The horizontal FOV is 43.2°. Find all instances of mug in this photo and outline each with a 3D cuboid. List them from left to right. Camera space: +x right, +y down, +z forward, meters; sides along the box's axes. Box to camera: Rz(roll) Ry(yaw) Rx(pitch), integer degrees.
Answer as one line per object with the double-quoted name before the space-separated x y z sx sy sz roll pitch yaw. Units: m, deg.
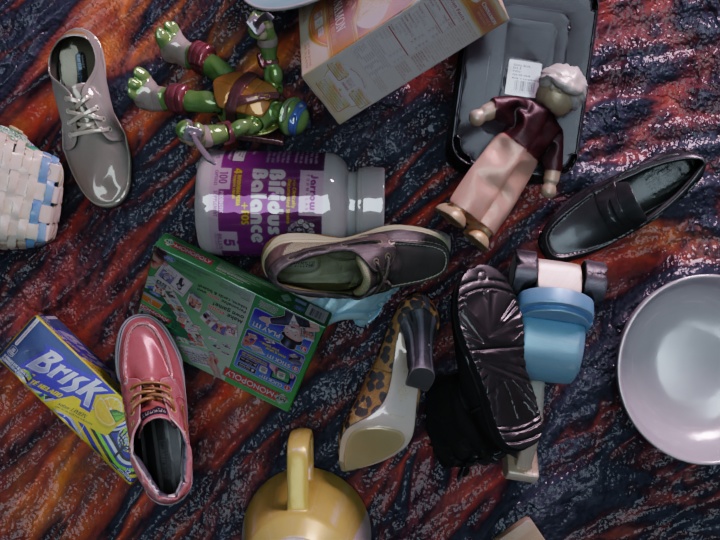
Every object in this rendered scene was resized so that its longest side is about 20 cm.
"mug" -0.072 0.285 0.961 0.148 0.153 0.188 -33 90 1

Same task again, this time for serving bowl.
"serving bowl" 0.371 0.106 0.998 0.196 0.066 0.204 0 90 1

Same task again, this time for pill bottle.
"pill bottle" -0.072 -0.071 0.977 0.196 0.112 0.115 1 91 1

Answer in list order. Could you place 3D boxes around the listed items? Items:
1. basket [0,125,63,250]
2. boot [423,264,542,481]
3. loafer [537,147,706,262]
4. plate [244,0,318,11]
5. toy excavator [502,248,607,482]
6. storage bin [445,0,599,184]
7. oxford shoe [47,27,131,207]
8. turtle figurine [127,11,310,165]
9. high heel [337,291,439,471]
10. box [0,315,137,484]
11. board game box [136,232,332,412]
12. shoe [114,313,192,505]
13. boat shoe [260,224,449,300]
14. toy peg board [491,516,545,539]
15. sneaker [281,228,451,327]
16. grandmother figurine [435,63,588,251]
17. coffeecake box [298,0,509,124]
"basket" -0.415 -0.090 0.953 0.196 0.176 0.142 6 92 -18
"boot" 0.115 0.112 0.956 0.072 0.162 0.202 -8 76 -21
"loafer" 0.285 -0.073 0.994 0.198 0.070 0.069 -31 90 1
"plate" -0.040 -0.338 0.964 0.198 0.201 0.026 -34 135 1
"toy excavator" 0.189 0.106 0.975 0.098 0.195 0.203 9 63 0
"storage bin" 0.171 -0.204 0.983 0.132 0.094 0.204 8 90 0
"oxford shoe" -0.302 -0.170 1.006 0.074 0.058 0.204 -11 92 -2
"turtle figurine" -0.153 -0.204 0.938 0.191 0.199 0.147 20 106 23
"high heel" 0.030 0.124 1.017 0.070 0.144 0.201 23 125 -15
"box" -0.297 0.139 1.001 0.200 0.070 0.064 43 86 0
"board game box" -0.143 0.059 0.986 0.197 0.029 0.136 26 126 0
"shoe" -0.209 0.138 0.932 0.070 0.091 0.204 -10 79 -15
"boat shoe" 0.000 -0.001 0.920 0.197 0.066 0.073 -1 119 -11
"toy peg board" 0.166 0.418 0.988 0.199 0.098 0.201 -35 90 0
"sneaker" 0.010 0.014 1.009 0.197 0.074 0.083 -17 120 -4
"grandmother figurine" 0.157 -0.125 0.913 0.121 0.060 0.201 39 88 -28
"coffeecake box" 0.037 -0.264 0.923 0.198 0.155 0.073 -28 129 19
